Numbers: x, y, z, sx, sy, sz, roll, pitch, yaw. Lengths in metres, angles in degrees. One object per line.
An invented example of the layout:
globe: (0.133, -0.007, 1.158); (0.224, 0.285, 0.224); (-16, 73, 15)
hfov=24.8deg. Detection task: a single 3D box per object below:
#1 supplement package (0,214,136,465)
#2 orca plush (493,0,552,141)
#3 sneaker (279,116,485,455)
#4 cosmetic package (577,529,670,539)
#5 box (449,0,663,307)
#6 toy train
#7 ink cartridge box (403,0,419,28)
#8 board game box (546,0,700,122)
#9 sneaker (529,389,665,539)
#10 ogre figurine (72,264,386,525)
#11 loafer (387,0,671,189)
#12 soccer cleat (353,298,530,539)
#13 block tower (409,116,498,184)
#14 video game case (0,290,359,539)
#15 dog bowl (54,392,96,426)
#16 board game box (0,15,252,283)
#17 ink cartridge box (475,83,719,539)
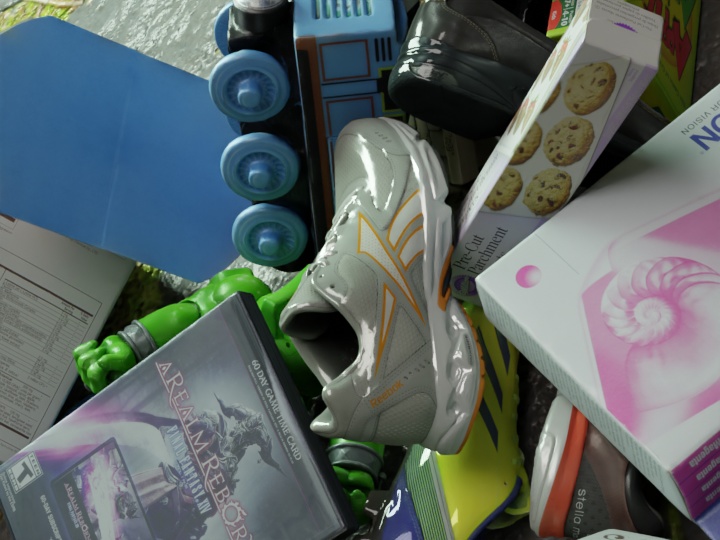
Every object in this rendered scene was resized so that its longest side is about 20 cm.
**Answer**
supplement package: (-0.247, 0.021, 1.069); (0.201, 0.150, 0.152); (-65, 12, -21)
orca plush: (0.106, -0.141, 0.977); (0.200, 0.105, 0.071); (-65, -6, -58)
sneaker: (0.000, 0.000, 0.845); (0.076, 0.092, 0.201); (117, 148, -49)
cosmetic package: (0.165, 0.176, 0.670); (0.199, 0.071, 0.102); (4, 97, 41)
box: (0.089, -0.054, 0.816); (0.200, 0.041, 0.039); (120, 169, -49)
toy train: (-0.024, -0.081, 0.956); (0.114, 0.201, 0.087); (-4, 40, 2)
ink cartridge box: (0.045, -0.172, 1.061); (0.099, 0.039, 0.200); (-46, 7, 1)
board game box: (0.163, -0.187, 0.969); (0.047, 0.102, 0.201); (-9, 53, 30)
sneaker: (0.146, 0.054, 0.834); (0.082, 0.077, 0.201); (14, 63, 14)
ogre figurine: (-0.054, 0.064, 0.939); (0.200, 0.098, 0.120); (11, 47, 42)
loafer: (0.115, -0.093, 0.868); (0.073, 0.199, 0.073); (-17, 54, 64)
soccer cleat: (0.060, 0.098, 0.875); (0.083, 0.065, 0.201); (15, 61, 13)
block tower: (-0.001, -0.091, 1.050); (0.199, 0.054, 0.058); (6, 27, 42)
video game case: (-0.107, 0.124, 0.886); (0.200, 0.019, 0.143); (-36, 67, 23)
dog bowl: (-0.138, 0.158, 0.985); (0.111, 0.050, 0.200); (-38, 42, 10)
board game box: (-0.158, -0.069, 1.024); (0.039, 0.199, 0.159); (-44, 34, 46)
ink cartridge box: (0.189, 0.013, 0.770); (0.196, 0.043, 0.200); (-38, 55, -9)
